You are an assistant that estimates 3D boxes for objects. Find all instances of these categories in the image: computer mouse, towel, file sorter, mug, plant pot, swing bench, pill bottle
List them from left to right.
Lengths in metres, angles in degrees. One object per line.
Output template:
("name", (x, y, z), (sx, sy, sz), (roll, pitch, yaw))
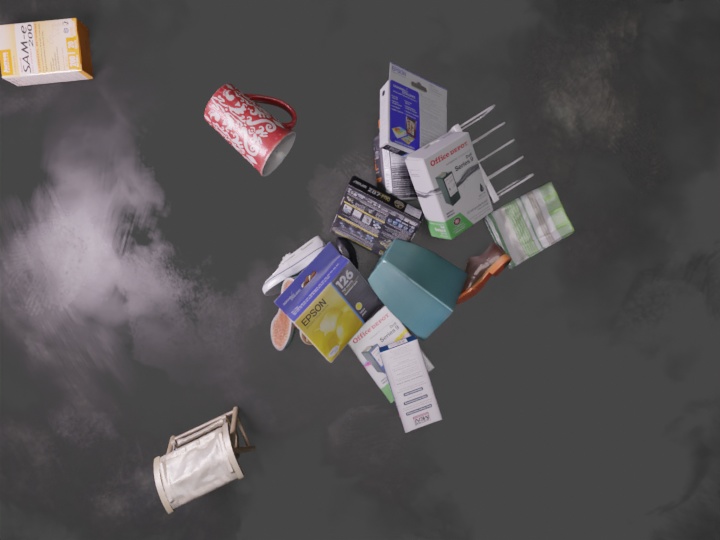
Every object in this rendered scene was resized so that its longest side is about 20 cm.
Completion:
("swing bench", (-0.377, 0.451, 1.472), (0.195, 0.200, 0.133), (-25, 92, 0))
("mug", (-0.264, -0.356, 1.499), (0.199, 0.178, 0.134), (39, 128, 2))
("computer mouse", (0.000, 0.000, 1.526), (0.034, 0.059, 0.203), (-32, 102, 1))
("pill bottle", (0.086, -0.272, 1.500), (0.103, 0.106, 0.206), (-5, 92, -1))
("plant pot", (0.128, 0.031, 1.466), (0.198, 0.142, 0.142), (36, 135, -4))
("file sorter", (0.312, -0.281, 1.490), (0.123, 0.139, 0.203), (-31, 93, -2))
("towel", (0.432, -0.116, 1.551), (0.196, 0.031, 0.152), (-28, 93, 0))

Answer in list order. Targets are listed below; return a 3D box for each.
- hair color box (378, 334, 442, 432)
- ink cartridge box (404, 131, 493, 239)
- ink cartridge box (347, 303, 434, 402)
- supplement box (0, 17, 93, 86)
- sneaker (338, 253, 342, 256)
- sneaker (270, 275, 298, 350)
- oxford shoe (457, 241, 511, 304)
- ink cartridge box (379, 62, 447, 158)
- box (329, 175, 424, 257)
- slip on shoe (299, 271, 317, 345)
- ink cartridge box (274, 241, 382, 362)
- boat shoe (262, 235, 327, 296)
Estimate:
("hair color box", (0.119, 0.270, 1.461), (0.097, 0.061, 0.205), (-18, 95, 0))
("ink cartridge box", (0.207, -0.199, 1.415), (0.144, 0.084, 0.204), (-32, 113, -20))
("ink cartridge box", (0.070, 0.201, 1.528), (0.144, 0.088, 0.202), (-36, 92, 1))
("supplement box", (-0.770, -0.533, 1.488), (0.194, 0.074, 0.130), (-6, 92, -1))
("sneaker", (-0.056, 0.061, 1.514), (0.072, 0.080, 0.206), (-1, 96, -28))
("sneaker", (-0.166, 0.107, 1.528), (0.071, 0.079, 0.204), (32, 116, 31))
("oxford shoe", (0.286, 0.012, 1.542), (0.199, 0.071, 0.073), (-41, 71, 4))
("ink cartridge box", (0.130, -0.364, 1.451), (0.194, 0.043, 0.206), (12, 74, -36))
("box", (0.038, -0.119, 1.487), (0.196, 0.050, 0.163), (25, 134, -1))
("slip on shoe", (-0.111, 0.076, 1.484), (0.074, 0.061, 0.206), (4, 93, -8))
("ink cartridge box", (-0.070, 0.076, 1.439), (0.198, 0.047, 0.201), (-47, 118, -12))
("boat shoe", (-0.167, -0.012, 1.533), (0.197, 0.074, 0.068), (-31, 68, -3))
